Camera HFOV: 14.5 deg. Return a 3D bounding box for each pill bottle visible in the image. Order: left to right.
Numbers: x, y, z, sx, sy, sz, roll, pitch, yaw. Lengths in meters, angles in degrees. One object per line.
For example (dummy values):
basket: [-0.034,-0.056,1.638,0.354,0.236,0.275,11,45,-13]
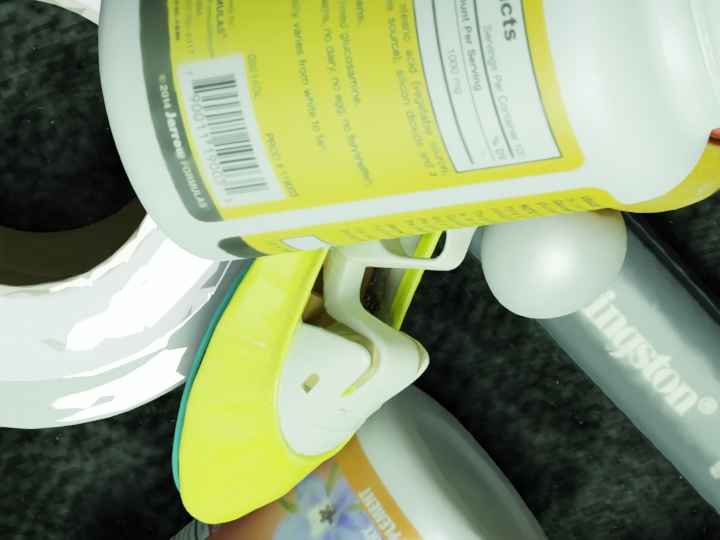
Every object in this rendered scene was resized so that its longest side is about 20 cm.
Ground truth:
pill bottle: [-0.033,0.138,1.003,0.200,0.112,0.112,-41,103,12]
pill bottle: [0.034,-0.070,0.823,0.199,0.112,0.113,-7,108,22]

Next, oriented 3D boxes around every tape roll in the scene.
tape roll: [-0.112,-0.052,0.965,0.201,0.071,0.204,0,107,0]

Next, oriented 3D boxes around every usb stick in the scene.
usb stick: [0.094,0.014,1.005,0.055,0.033,0.200,-41,103,11]

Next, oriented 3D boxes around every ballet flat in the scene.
ballet flat: [0.000,0.000,0.918,0.067,0.067,0.201,28,98,37]

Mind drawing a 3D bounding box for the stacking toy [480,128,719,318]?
stacking toy: [0.098,-0.071,0.930,0.146,0.146,0.201,26,113,-8]
